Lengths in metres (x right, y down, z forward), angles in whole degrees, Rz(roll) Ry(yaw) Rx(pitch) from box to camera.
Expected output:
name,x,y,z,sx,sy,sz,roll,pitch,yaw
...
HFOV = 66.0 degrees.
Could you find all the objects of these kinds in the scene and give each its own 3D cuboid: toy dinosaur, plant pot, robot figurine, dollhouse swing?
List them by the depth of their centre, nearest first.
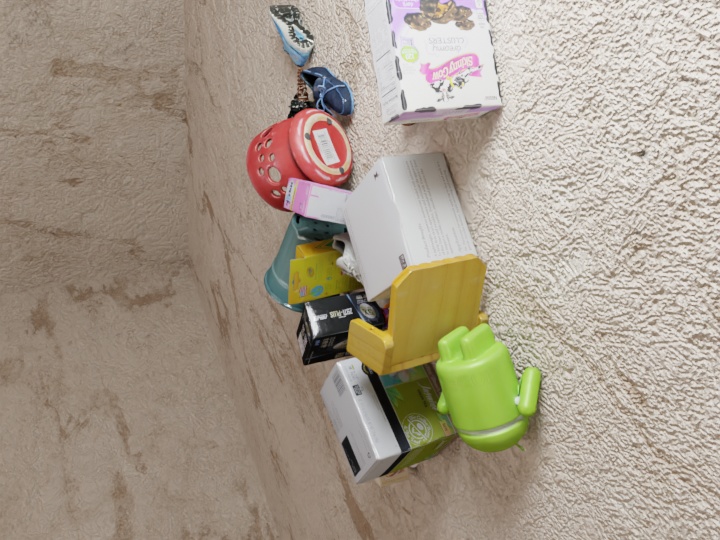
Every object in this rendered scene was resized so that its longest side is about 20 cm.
name,x,y,z,sx,sy,sz,roll,pitch,yaw
robot figurine,0.188,0.187,0.854,0.175,0.115,0.201,-15,96,44
dollhouse swing,0.091,0.055,0.922,0.181,0.199,0.177,22,120,61
plant pot,-0.127,-0.252,1.254,0.182,0.200,0.202,-17,83,41
plant pot,-0.119,-0.033,1.362,0.201,0.199,0.197,57,138,39
toy dinosaur,-0.143,-0.390,1.378,0.201,0.102,0.136,63,176,-14

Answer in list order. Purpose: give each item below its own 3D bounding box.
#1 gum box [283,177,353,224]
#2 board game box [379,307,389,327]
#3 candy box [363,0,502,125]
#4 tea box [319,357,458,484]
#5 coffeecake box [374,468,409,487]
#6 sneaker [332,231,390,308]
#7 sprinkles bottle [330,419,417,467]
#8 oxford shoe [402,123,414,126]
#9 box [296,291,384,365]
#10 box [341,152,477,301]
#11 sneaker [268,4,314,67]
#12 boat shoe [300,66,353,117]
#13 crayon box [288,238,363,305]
name,x,y,z,sx,sy,sz,roll,pitch,yaw
gum box,-0.043,-0.134,1.145,0.113,0.199,0.067,27,106,58
board game box,0.067,0.025,1.166,0.120,0.032,0.202,-175,76,-68
candy box,0.103,-0.320,0.793,0.071,0.167,0.202,-5,96,66
tea box,0.056,0.273,1.081,0.201,0.196,0.134,63,146,29
coffeecake box,0.039,0.366,1.277,0.153,0.073,0.202,-179,79,-74
sneaker,0.000,0.000,1.158,0.201,0.091,0.076,64,152,31
sprinkles bottle,0.038,0.337,1.159,0.069,0.199,0.068,-63,1,2
oxford shoe,0.091,-0.320,0.935,0.072,0.071,0.200,68,154,20
box,-0.052,0.134,1.265,0.200,0.163,0.087,115,142,-61
box,0.078,-0.072,0.985,0.200,0.130,0.200,-40,63,61
sneaker,-0.182,-0.591,1.394,0.090,0.078,0.201,112,140,-54
boat shoe,-0.080,-0.401,1.260,0.200,0.068,0.085,50,142,46
crayon box,-0.078,-0.004,1.251,0.051,0.199,0.128,48,140,43
